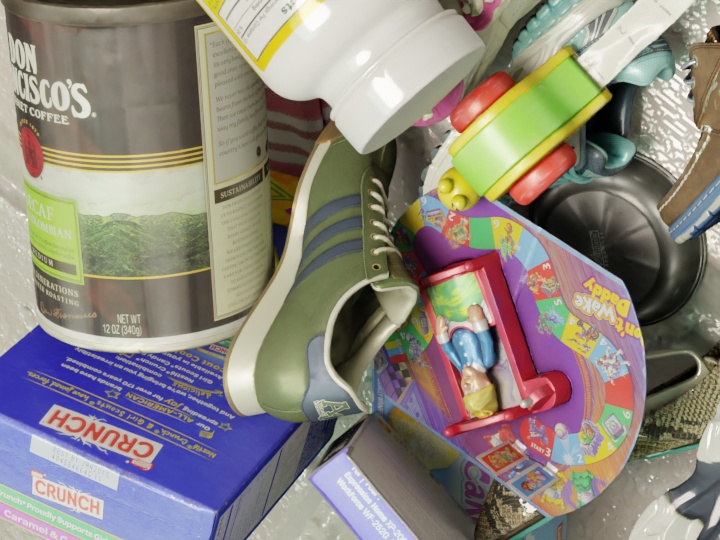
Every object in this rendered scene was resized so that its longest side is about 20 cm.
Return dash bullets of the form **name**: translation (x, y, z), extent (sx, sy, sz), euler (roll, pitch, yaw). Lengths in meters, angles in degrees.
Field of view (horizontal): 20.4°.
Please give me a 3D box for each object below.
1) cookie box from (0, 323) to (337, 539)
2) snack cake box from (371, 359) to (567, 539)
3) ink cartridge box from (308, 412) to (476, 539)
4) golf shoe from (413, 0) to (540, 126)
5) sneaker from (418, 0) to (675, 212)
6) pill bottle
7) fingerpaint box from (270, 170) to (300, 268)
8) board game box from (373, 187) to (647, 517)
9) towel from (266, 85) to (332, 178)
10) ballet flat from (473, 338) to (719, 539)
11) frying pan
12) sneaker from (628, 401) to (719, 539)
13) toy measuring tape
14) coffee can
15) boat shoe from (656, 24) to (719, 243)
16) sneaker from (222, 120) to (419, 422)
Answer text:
- **cookie box**: translation (-0.121, 0.086, 1.182), extent (0.171, 0.200, 0.075), euler (23, 122, 14)
- **snack cake box**: translation (0.072, 0.111, 1.280), extent (0.115, 0.067, 0.201), euler (16, 122, 28)
- **ink cartridge box**: translation (0.050, 0.177, 1.167), extent (0.043, 0.200, 0.198), euler (-41, 89, 5)
- **golf shoe**: translation (0.066, -0.146, 1.101), extent (0.075, 0.091, 0.200), euler (54, 152, 9)
- **sneaker**: translation (0.105, -0.074, 1.141), extent (0.086, 0.077, 0.200), euler (47, 130, 18)
- **pill bottle**: translation (-0.031, -0.162, 1.021), extent (0.200, 0.112, 0.112), euler (50, 131, 5)
- **fingerpaint box**: translation (-0.107, 0.026, 1.314), extent (0.166, 0.073, 0.201), euler (16, 120, 21)
- **board game box**: translation (0.069, 0.047, 1.134), extent (0.200, 0.039, 0.159), euler (35, 123, 30)
- **towel**: translation (-0.075, -0.049, 1.321), extent (0.146, 0.030, 0.201), euler (8, 118, 31)
- **ballet flat**: translation (0.144, 0.091, 1.182), extent (0.199, 0.068, 0.076), euler (-26, 101, 10)
- **frying pan**: translation (0.117, -0.030, 1.203), extent (0.189, 0.031, 0.115), euler (22, 121, 22)
- **sneaker**: translation (0.257, 0.123, 1.143), extent (0.200, 0.129, 0.080), euler (-58, 42, 21)
- **toy measuring tape**: translation (0.106, -0.093, 1.060), extent (0.074, 0.074, 0.200), euler (49, 123, 3)
- **coffee can**: translation (-0.123, -0.073, 1.144), extent (0.146, 0.146, 0.201), euler (11, 116, 30)
- **boat shoe**: translation (0.214, -0.103, 1.074), extent (0.072, 0.072, 0.200), euler (43, 121, 14)
- **sneaker**: translation (0.000, 0.000, 1.143), extent (0.090, 0.201, 0.067), euler (7, 153, 33)
